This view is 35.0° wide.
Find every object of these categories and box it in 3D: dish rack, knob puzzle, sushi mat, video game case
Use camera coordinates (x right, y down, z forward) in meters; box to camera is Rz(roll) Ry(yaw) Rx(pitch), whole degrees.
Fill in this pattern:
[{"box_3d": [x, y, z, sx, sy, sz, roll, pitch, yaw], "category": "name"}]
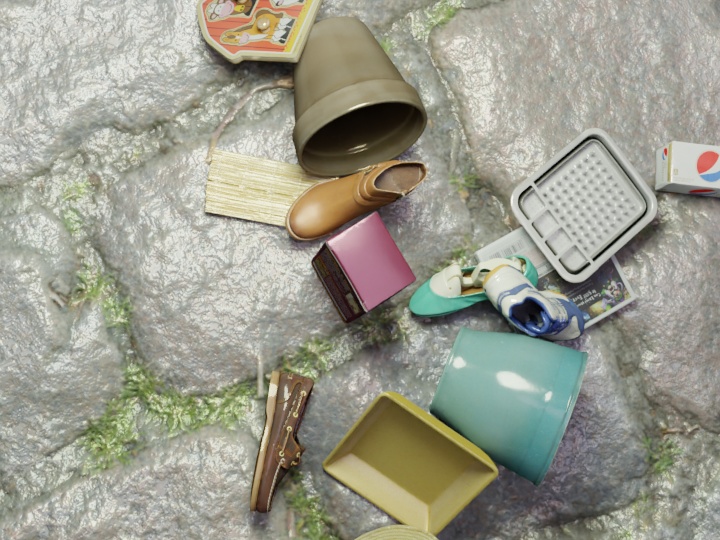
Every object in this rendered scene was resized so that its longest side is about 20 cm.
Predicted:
[{"box_3d": [0.334, -0.097, 1.728, 0.199, 0.044, 0.172, -39, 90, -11], "category": "dish rack"}, {"box_3d": [-0.155, -0.387, 1.662, 0.215, 0.031, 0.223, -8, 56, 13], "category": "knob puzzle"}, {"box_3d": [-0.130, -0.116, 1.693, 0.196, 0.012, 0.098, 10, 82, -8], "category": "sushi mat"}, {"box_3d": [0.298, 0.009, 1.743, 0.198, 0.023, 0.184, -28, 88, -12], "category": "video game case"}]

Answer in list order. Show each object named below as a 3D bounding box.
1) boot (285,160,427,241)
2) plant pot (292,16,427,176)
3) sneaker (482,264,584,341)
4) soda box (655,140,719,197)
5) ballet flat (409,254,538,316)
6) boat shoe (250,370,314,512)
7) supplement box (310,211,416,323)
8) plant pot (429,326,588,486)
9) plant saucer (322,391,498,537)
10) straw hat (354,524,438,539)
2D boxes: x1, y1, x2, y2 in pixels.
[{"box_3d": [-0.007, -0.108, 1.627, 0.198, 0.154, 0.075, -31, 99, -18], "category": "boot"}, {"box_3d": [-0.021, -0.261, 1.653, 0.196, 0.201, 0.176, -15, 68, -10], "category": "plant pot"}, {"box_3d": [0.257, 0.070, 1.642, 0.198, 0.089, 0.076, 25, 115, -33], "category": "sneaker"}, {"box_3d": [0.564, -0.153, 1.782, 0.196, 0.064, 0.070, 5, 83, -8], "category": "soda box"}, {"box_3d": [0.164, 0.014, 1.680, 0.196, 0.071, 0.068, -11, 46, 2], "category": "ballet flat"}, {"box_3d": [-0.111, 0.247, 1.626, 0.069, 0.070, 0.204, 11, 82, -3], "category": "boat shoe"}, {"box_3d": [0.000, 0.000, 1.605, 0.085, 0.200, 0.111, -31, 88, -11], "category": "supplement box"}, {"box_3d": [0.204, 0.178, 1.632, 0.185, 0.200, 0.203, 21, 81, 7], "category": "plant pot"}, {"box_3d": [0.072, 0.267, 1.619, 0.198, 0.201, 0.049, 34, 39, -3], "category": "plant saucer"}, {"box_3d": [0.040, 0.439, 1.588, 0.197, 0.085, 0.205, -2, 64, 5], "category": "straw hat"}]
